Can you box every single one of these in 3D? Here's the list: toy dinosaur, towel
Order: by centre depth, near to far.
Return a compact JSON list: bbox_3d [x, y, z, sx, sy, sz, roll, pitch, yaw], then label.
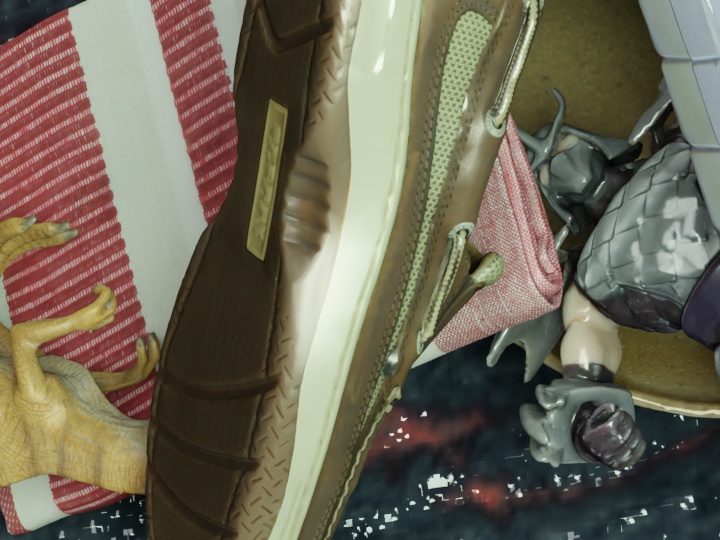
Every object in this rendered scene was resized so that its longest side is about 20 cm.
[{"bbox_3d":[-0.122,0.038,0.808,0.200,0.060,0.106,-7,77,31],"label":"toy dinosaur"},{"bbox_3d":[-0.041,-0.022,0.813,0.200,0.023,0.144,-25,71,33],"label":"towel"}]

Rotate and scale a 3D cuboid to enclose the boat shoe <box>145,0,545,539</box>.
[{"bbox_3d":[0.003,0.003,0.717,0.075,0.075,0.203,48,129,53],"label":"boat shoe"}]

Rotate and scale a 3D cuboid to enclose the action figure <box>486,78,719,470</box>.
[{"bbox_3d":[0.109,0.014,0.742,0.200,0.069,0.130,40,109,27],"label":"action figure"}]

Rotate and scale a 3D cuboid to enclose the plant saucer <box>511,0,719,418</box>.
[{"bbox_3d":[0.109,-0.055,0.816,0.200,0.035,0.200,-3,79,13],"label":"plant saucer"}]

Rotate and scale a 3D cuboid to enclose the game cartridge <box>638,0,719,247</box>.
[{"bbox_3d":[0.162,-0.049,0.661,0.200,0.038,0.130,-28,110,-26],"label":"game cartridge"}]
